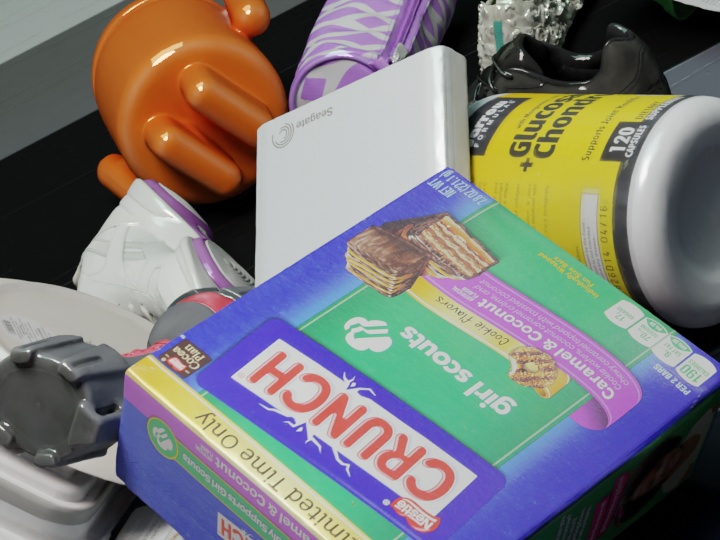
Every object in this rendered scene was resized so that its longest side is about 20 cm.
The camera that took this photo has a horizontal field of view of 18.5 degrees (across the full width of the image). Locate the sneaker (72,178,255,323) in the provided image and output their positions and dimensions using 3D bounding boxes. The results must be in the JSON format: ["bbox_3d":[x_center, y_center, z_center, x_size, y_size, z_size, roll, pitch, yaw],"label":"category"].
[{"bbox_3d":[-0.114,0.020,1.282,0.100,0.075,0.200,-46,28,1],"label":"sneaker"}]

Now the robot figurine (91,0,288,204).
[{"bbox_3d":[-0.116,-0.115,1.452,0.116,0.145,0.200,-7,24,-13],"label":"robot figurine"}]

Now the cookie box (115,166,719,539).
[{"bbox_3d":[0.026,0.065,0.934,0.171,0.075,0.200,38,51,26],"label":"cookie box"}]

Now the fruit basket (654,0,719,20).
[{"bbox_3d":[0.254,-0.206,1.349,0.200,0.094,0.185,26,56,39],"label":"fruit basket"}]

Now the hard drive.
[{"bbox_3d":[0.000,0.000,1.103,0.132,0.027,0.201,-21,58,37],"label":"hard drive"}]

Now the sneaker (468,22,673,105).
[{"bbox_3d":[0.083,-0.085,1.253,0.199,0.091,0.076,-18,30,18],"label":"sneaker"}]

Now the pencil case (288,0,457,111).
[{"bbox_3d":[0.013,-0.152,1.435,0.086,0.084,0.200,-51,12,35],"label":"pencil case"}]

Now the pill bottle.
[{"bbox_3d":[0.103,-0.033,1.117,0.199,0.112,0.112,5,40,46],"label":"pill bottle"}]

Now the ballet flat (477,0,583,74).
[{"bbox_3d":[0.116,-0.193,1.443,0.071,0.072,0.200,-14,29,23],"label":"ballet flat"}]

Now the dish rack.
[{"bbox_3d":[-0.184,0.064,1.117,0.200,0.171,0.044,-59,-6,-73],"label":"dish rack"}]

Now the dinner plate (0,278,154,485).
[{"bbox_3d":[-0.136,0.049,1.118,0.024,0.199,0.200,-65,21,17],"label":"dinner plate"}]

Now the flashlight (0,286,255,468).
[{"bbox_3d":[-0.101,0.046,1.014,0.068,0.068,0.200,-30,-9,25],"label":"flashlight"}]

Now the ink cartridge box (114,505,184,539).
[{"bbox_3d":[-0.048,0.161,0.987,0.199,0.057,0.163,-17,27,36],"label":"ink cartridge box"}]
